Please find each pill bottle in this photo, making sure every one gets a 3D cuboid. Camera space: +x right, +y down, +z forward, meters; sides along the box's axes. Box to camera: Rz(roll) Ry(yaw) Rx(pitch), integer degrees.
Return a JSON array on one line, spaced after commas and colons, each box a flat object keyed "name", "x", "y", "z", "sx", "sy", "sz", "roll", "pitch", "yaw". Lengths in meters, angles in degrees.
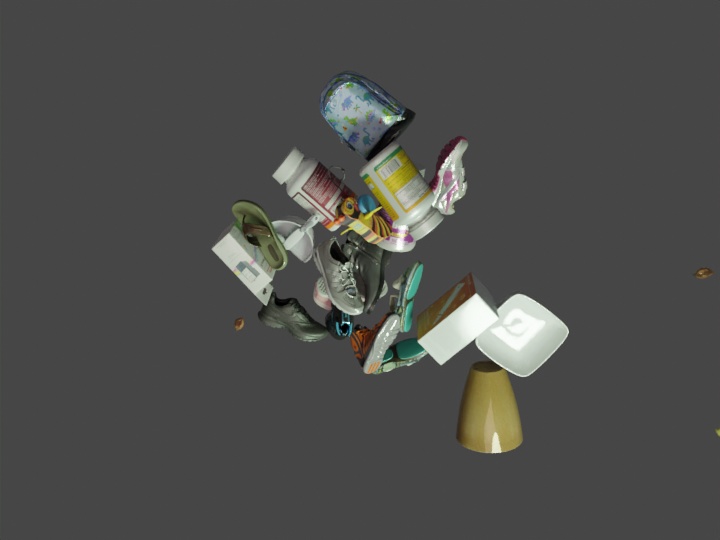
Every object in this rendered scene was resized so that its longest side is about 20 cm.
[{"name": "pill bottle", "x": 0.097, "y": -0.158, "z": 1.517, "sx": 0.109, "sy": 0.113, "sz": 0.204, "roll": 9, "pitch": 115, "yaw": -1}, {"name": "pill bottle", "x": 0.095, "y": -0.173, "z": 1.392, "sx": 0.112, "sy": 0.113, "sz": 0.201, "roll": -36, "pitch": 97, "yaw": 18}, {"name": "pill bottle", "x": -0.109, "y": -0.198, "z": 1.514, "sx": 0.199, "sy": 0.110, "sz": 0.110, "roll": 40, "pitch": 111, "yaw": -14}]

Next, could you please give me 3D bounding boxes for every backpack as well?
[{"name": "backpack", "x": 0.000, "y": -0.358, "z": 1.428, "sx": 0.200, "sy": 0.154, "sz": 0.163, "roll": 47, "pitch": 117, "yaw": -3}]

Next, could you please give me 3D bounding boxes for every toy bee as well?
[{"name": "toy bee", "x": -0.019, "y": -0.122, "z": 1.435, "sx": 0.197, "sy": 0.110, "sz": 0.132, "roll": 30, "pitch": 138, "yaw": -1}]

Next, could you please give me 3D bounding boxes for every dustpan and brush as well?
[{"name": "dustpan and brush", "x": -0.149, "y": -0.097, "z": 1.554, "sx": 0.139, "sy": 0.058, "sz": 0.199, "roll": 41, "pitch": 131, "yaw": -12}]

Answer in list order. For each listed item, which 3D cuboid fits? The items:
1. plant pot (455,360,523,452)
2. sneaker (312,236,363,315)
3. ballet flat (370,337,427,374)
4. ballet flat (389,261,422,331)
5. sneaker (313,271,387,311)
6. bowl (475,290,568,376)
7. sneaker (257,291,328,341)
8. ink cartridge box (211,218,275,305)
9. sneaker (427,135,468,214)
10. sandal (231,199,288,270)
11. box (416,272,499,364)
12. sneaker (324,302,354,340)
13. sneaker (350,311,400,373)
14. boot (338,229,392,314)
[{"name": "plant pot", "x": 0.348, "y": 0.358, "z": 1.713, "sx": 0.181, "sy": 0.187, "sz": 0.206, "roll": -3, "pitch": 102, "yaw": 5}, {"name": "sneaker", "x": -0.048, "y": 0.013, "z": 1.527, "sx": 0.082, "sy": 0.074, "sz": 0.203, "roll": -41, "pitch": 76, "yaw": 42}, {"name": "ballet flat", "x": 0.104, "y": 0.238, "z": 1.732, "sx": 0.195, "sy": 0.075, "sz": 0.076, "roll": -15, "pitch": 113, "yaw": 12}, {"name": "ballet flat", "x": 0.110, "y": 0.063, "z": 1.638, "sx": 0.072, "sy": 0.075, "sz": 0.205, "roll": 10, "pitch": 112, "yaw": -1}, {"name": "sneaker", "x": -0.033, "y": 0.056, "z": 1.653, "sx": 0.195, "sy": 0.077, "sz": 0.105, "roll": -1, "pitch": 155, "yaw": -19}, {"name": "bowl", "x": 0.417, "y": 0.157, "z": 1.660, "sx": 0.198, "sy": 0.075, "sz": 0.201, "roll": 33, "pitch": 112, "yaw": -12}, {"name": "sneaker", "x": -0.174, "y": 0.124, "z": 1.689, "sx": 0.196, "sy": 0.076, "sz": 0.092, "roll": 21, "pitch": 107, "yaw": -9}, {"name": "ink cartridge box", "x": -0.276, "y": -0.022, "z": 1.600, "sx": 0.067, "sy": 0.118, "sz": 0.201, "roll": -36, "pitch": 108, "yaw": 16}, {"name": "sneaker", "x": 0.218, "y": -0.222, "z": 1.503, "sx": 0.086, "sy": 0.082, "sz": 0.203, "roll": 17, "pitch": 122, "yaw": -6}, {"name": "sandal", "x": -0.251, "y": -0.088, "z": 1.559, "sx": 0.079, "sy": 0.057, "sz": 0.203, "roll": -34, "pitch": 91, "yaw": 36}, {"name": "box", "x": 0.248, "y": 0.123, "z": 1.628, "sx": 0.199, "sy": 0.125, "sz": 0.097, "roll": -41, "pitch": 106, "yaw": 19}, {"name": "sneaker", "x": -0.054, "y": 0.142, "z": 1.633, "sx": 0.071, "sy": 0.084, "sz": 0.201, "roll": -4, "pitch": 150, "yaw": -6}, {"name": "sneaker", "x": 0.027, "y": 0.166, "z": 1.660, "sx": 0.076, "sy": 0.112, "sz": 0.203, "roll": -3, "pitch": 130, "yaw": -42}, {"name": "boot", "x": 0.000, "y": 0.000, "z": 1.590, "sx": 0.129, "sy": 0.070, "sz": 0.205, "roll": 16, "pitch": 75, "yaw": -4}]
